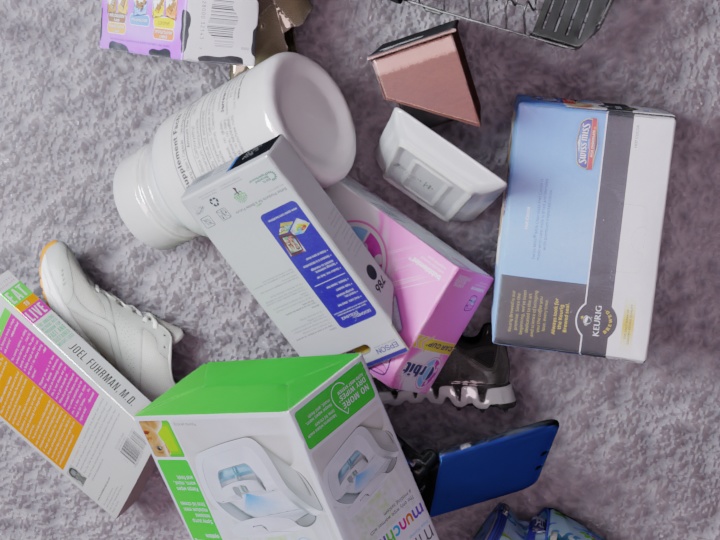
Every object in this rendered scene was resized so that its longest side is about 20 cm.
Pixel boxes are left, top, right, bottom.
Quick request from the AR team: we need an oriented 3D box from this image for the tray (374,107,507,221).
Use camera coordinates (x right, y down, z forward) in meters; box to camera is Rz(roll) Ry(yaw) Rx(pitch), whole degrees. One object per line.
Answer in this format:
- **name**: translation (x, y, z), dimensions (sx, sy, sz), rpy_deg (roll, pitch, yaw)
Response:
- **tray**: translation (0.058, -0.078, 1.358), dimensions (0.107, 0.200, 0.022), rpy_deg (36, 83, 0)

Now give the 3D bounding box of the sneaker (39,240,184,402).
- **sneaker**: translation (-0.210, 0.053, 1.472), dimensions (0.091, 0.076, 0.201), rpy_deg (-29, 102, 1)

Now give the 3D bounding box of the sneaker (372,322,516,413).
- **sneaker**: translation (0.039, 0.074, 1.452), dimensions (0.197, 0.066, 0.092), rpy_deg (2, 95, 2)

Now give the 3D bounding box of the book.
- **book**: translation (-0.258, 0.109, 1.438), dimensions (0.200, 0.048, 0.134), rpy_deg (42, 138, 8)

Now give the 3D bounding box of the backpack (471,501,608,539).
- **backpack**: translation (0.136, 0.306, 1.406), dimensions (0.146, 0.200, 0.185), rpy_deg (26, 101, 1)

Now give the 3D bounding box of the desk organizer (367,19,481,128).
- **desk organizer**: translation (0.056, -0.153, 1.346), dimensions (0.071, 0.200, 0.078), rpy_deg (-17, 99, 7)

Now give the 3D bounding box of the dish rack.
- **dish rack**: translation (0.120, -0.270, 1.367), dimensions (0.198, 0.055, 0.155), rpy_deg (19, 82, 14)

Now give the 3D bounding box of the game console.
- **game console**: translation (0.059, 0.140, 1.403), dimensions (0.170, 0.200, 0.118), rpy_deg (40, 73, 14)

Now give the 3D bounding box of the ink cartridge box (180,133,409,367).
- **ink cartridge box**: translation (-0.046, -0.005, 1.322), dimensions (0.099, 0.039, 0.201), rpy_deg (-22, 113, 33)

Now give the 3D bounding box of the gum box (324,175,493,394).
- **gum box**: translation (0.000, 0.000, 1.400), dimensions (0.199, 0.066, 0.114), rpy_deg (37, 102, 32)

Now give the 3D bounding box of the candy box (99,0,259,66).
- **candy box**: translation (-0.146, -0.276, 1.361), dimensions (0.071, 0.167, 0.203), rpy_deg (0, 100, -33)

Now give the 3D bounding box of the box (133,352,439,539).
- **box**: translation (-0.058, 0.167, 1.324), dimensions (0.199, 0.096, 0.178), rpy_deg (-5, 112, 46)

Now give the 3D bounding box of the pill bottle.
- **pill bottle**: translation (-0.110, -0.092, 1.386), dimensions (0.199, 0.114, 0.115), rpy_deg (-24, 96, 36)

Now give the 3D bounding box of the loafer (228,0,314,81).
- **loafer**: translation (-0.073, -0.235, 1.413), dimensions (0.067, 0.076, 0.203), rpy_deg (4, 108, 3)

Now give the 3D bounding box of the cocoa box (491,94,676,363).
- **cocoa box**: translation (0.182, -0.040, 1.384), dimensions (0.129, 0.133, 0.203), rpy_deg (6, 99, 4)
